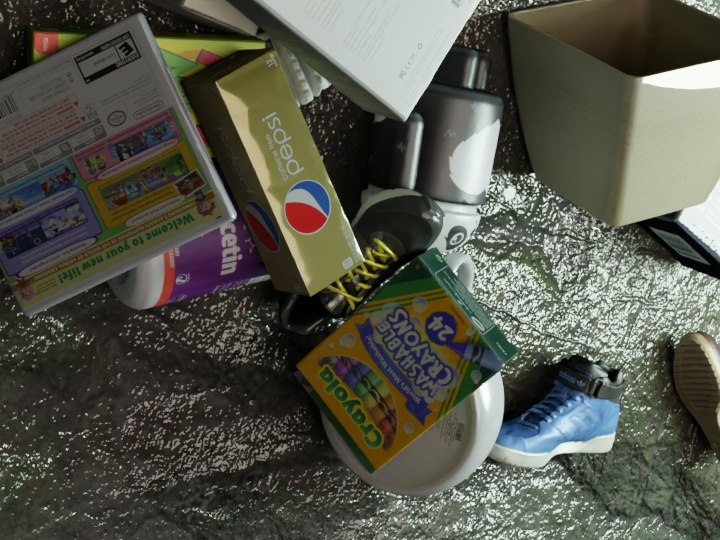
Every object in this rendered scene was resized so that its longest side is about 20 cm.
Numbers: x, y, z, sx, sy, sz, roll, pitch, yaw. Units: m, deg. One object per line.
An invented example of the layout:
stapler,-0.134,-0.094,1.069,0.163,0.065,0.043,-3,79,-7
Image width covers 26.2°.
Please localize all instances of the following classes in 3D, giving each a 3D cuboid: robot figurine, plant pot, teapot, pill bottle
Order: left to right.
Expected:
pill bottle,-0.128,-0.039,1.377,0.198,0.112,0.114,-14,111,-30
teapot,0.062,0.115,1.530,0.199,0.199,0.146,60,26,1
robot figurine,0.071,-0.116,1.481,0.149,0.124,0.203,7,99,-30
plant pot,0.276,-0.161,1.575,0.198,0.200,0.179,-15,122,-30

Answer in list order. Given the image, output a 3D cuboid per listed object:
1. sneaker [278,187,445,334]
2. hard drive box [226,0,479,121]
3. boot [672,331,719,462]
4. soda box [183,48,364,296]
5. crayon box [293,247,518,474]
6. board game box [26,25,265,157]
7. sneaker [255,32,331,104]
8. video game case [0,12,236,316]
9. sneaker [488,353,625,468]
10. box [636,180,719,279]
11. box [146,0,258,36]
sneaker,0.000,0.000,1.424,0.074,0.199,0.085,39,39,-23
hard drive box,-0.007,-0.248,1.304,0.199,0.077,0.157,36,84,-33
boot,0.455,0.116,1.857,0.166,0.072,0.202,-43,122,-31
soda box,-0.072,-0.083,1.302,0.064,0.067,0.202,-33,111,-24
crayon box,0.031,0.092,1.430,0.200,0.126,0.051,-42,173,25
board game box,-0.184,-0.151,1.319,0.197,0.048,0.103,0,104,-19
sneaker,-0.050,-0.200,1.412,0.198,0.081,0.076,-21,112,-6
video game case,-0.227,-0.084,1.264,0.198,0.022,0.184,-24,99,8
sneaker,0.211,0.145,1.677,0.198,0.076,0.113,-2,110,-38
box,0.400,-0.113,1.716,0.148,0.104,0.201,36,82,-35
box,-0.107,-0.311,1.327,0.077,0.095,0.202,18,92,-35
